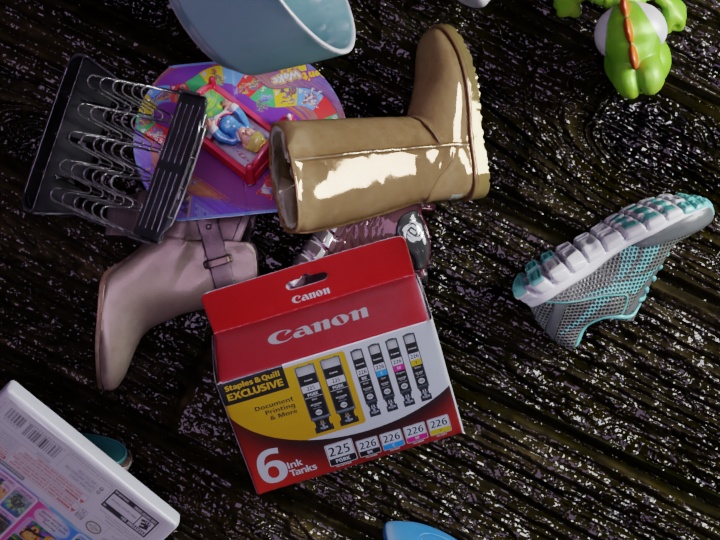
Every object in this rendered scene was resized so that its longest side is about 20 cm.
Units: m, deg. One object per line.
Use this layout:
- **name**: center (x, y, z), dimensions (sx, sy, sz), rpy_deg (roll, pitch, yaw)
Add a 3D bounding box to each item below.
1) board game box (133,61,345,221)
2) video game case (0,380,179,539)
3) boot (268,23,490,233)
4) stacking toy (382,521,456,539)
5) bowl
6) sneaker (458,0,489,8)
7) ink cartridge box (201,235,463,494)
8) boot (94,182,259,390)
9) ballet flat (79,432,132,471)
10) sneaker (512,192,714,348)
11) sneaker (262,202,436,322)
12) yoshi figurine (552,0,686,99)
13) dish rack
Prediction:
- **board game box**: center (-0.110, -0.131, 1.459), dimensions (0.198, 0.039, 0.160), rpy_deg (-5, 70, -5)
- **video game case**: center (-0.295, 0.220, 1.451), dimensions (0.200, 0.024, 0.182), rpy_deg (41, 112, -14)
- **boot**: center (0.013, -0.131, 1.429), dimensions (0.198, 0.066, 0.177), rpy_deg (-8, 80, -26)
- **stacking toy**: center (0.036, 0.343, 1.471), dimensions (0.115, 0.110, 0.201), rpy_deg (25, 102, -11)
- **bowl**: center (-0.103, -0.256, 1.431), dimensions (0.105, 0.201, 0.202), rpy_deg (-30, 90, 21)
- **sneaker**: center (0.071, -0.337, 1.473), dimensions (0.082, 0.077, 0.201), rpy_deg (-37, 90, -6)
- **ink cartridge box**: center (-0.027, 0.084, 1.432), dimensions (0.198, 0.084, 0.177), rpy_deg (-17, 122, 1)
- **boot**: center (-0.165, 0.014, 1.477), dimensions (0.145, 0.070, 0.202), rpy_deg (4, 89, 1)
- **ballet flat**: center (-0.308, 0.184, 1.490), dimensions (0.198, 0.076, 0.064), rpy_deg (5, 121, 5)
- **sneaker**: center (0.243, 0.000, 1.482), dimensions (0.199, 0.078, 0.092), rpy_deg (-28, 106, 4)
- **sneaker**: center (0.000, 0.000, 1.475), dimensions (0.115, 0.076, 0.201), rpy_deg (34, 90, -3)
- **yoshi figurine**: center (0.243, -0.247, 1.475), dimensions (0.111, 0.112, 0.202), rpy_deg (6, 73, -39)
- **dish rack**: center (-0.216, -0.106, 1.431), dimensions (0.054, 0.199, 0.155), rpy_deg (18, 90, -41)
